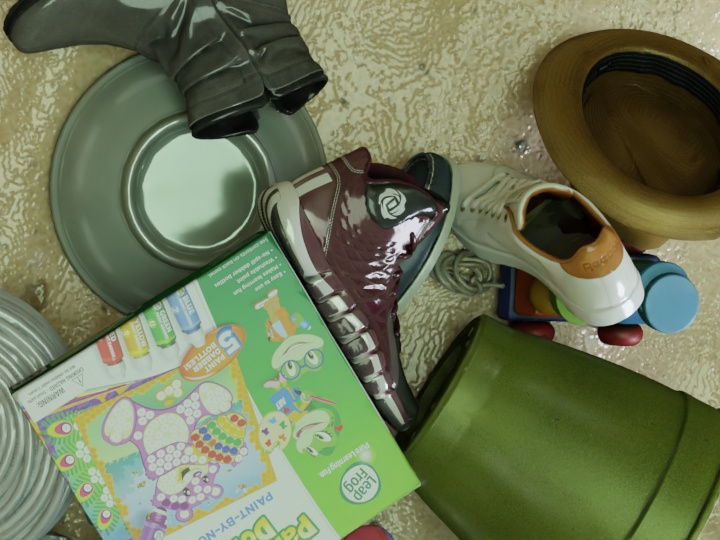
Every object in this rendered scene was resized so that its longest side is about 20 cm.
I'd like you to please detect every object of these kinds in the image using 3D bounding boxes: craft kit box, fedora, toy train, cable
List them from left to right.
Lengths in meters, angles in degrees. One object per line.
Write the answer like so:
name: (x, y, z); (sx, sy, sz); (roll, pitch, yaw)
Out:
cable: (-0.280, 0.106, 1.381); (0.198, 0.069, 0.202); (-7, 99, 1)
craft kit box: (-0.094, 0.109, 1.346); (0.199, 0.048, 0.198); (-33, 100, -10)
toy train: (0.134, 0.015, 1.469); (0.198, 0.116, 0.085); (1, 95, -15)
fedora: (0.203, -0.082, 1.471); (0.199, 0.082, 0.202); (8, 49, -9)

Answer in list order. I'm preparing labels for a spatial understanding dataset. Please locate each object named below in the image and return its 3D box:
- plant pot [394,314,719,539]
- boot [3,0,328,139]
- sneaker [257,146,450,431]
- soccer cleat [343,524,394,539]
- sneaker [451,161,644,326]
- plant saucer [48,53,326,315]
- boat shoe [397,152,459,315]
plant pot: (0.129, 0.135, 1.455); (0.192, 0.200, 0.201); (31, 88, -4)
boot: (-0.129, -0.147, 1.388); (0.199, 0.070, 0.133); (-18, 77, -10)
sneaker: (0.022, 0.006, 1.386); (0.115, 0.076, 0.201); (-32, 117, -8)
soccer cleat: (0.015, 0.278, 1.442); (0.076, 0.066, 0.202); (7, 79, -55)
sneaker: (0.116, -0.043, 1.416); (0.073, 0.200, 0.085); (-40, 133, -15)
plant saucer: (-0.114, -0.056, 1.433); (0.198, 0.050, 0.202); (-2, 96, -15)
boat shoe: (0.000, 0.000, 1.459); (0.062, 0.075, 0.201); (28, 97, -26)
